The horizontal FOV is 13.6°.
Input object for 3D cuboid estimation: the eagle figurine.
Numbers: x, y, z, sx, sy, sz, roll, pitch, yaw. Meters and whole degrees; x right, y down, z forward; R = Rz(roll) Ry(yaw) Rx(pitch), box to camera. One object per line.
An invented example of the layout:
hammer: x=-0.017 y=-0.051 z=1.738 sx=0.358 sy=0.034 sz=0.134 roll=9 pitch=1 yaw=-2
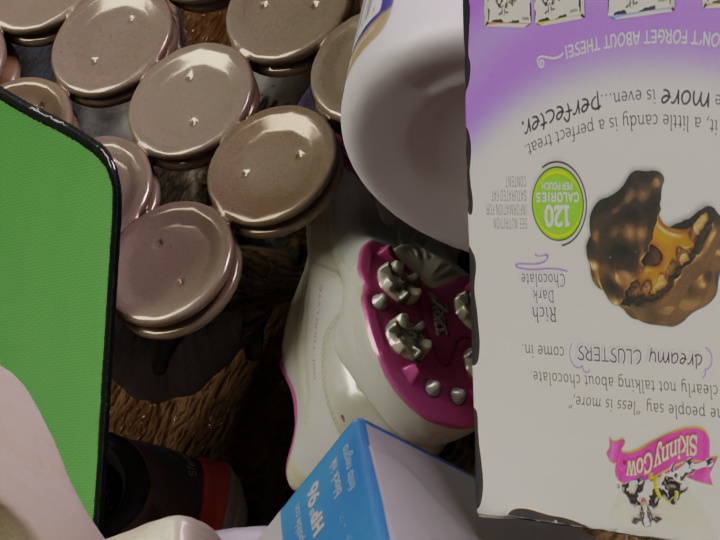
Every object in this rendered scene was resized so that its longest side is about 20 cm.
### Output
eagle figurine: x=-0.061 y=-0.064 z=1.196 sx=0.150 sy=0.152 sz=0.201 roll=-22 pitch=51 yaw=3

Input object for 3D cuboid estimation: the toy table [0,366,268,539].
toy table: x=-0.091 y=0.132 z=0.993 sx=0.200 sy=0.117 sz=0.184 roll=-32 pitch=49 yaw=22

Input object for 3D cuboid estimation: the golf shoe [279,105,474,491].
golf shoe: x=0.000 y=0.000 z=1.085 sx=0.092 sy=0.075 sz=0.201 roll=-50 pitch=25 yaw=33

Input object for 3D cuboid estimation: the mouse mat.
mouse mat: x=-0.148 y=0.000 z=1.104 sx=0.200 sy=0.008 sz=0.162 roll=30 pitch=123 yaw=42

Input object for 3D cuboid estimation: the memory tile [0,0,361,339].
memory tile: x=-0.074 y=-0.069 z=1.094 sx=0.153 sy=0.017 sz=0.200 roll=-45 pitch=51 yaw=-8

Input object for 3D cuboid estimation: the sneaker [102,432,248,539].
sneaker: x=-0.105 y=0.150 z=1.122 sx=0.077 sy=0.082 sz=0.201 roll=-33 pitch=36 yaw=48

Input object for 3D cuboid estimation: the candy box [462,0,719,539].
candy box: x=0.102 y=-0.029 z=0.784 sx=0.167 sy=0.071 sz=0.201 roll=3 pitch=95 yaw=56

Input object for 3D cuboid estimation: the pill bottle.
pill bottle: x=0.066 y=-0.114 z=1.009 sx=0.120 sy=0.119 sz=0.201 roll=-36 pitch=33 yaw=45

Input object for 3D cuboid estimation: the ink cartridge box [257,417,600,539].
ink cartridge box: x=-0.009 y=0.153 z=0.881 sx=0.200 sy=0.116 sz=0.068 roll=-51 pitch=25 yaw=22
